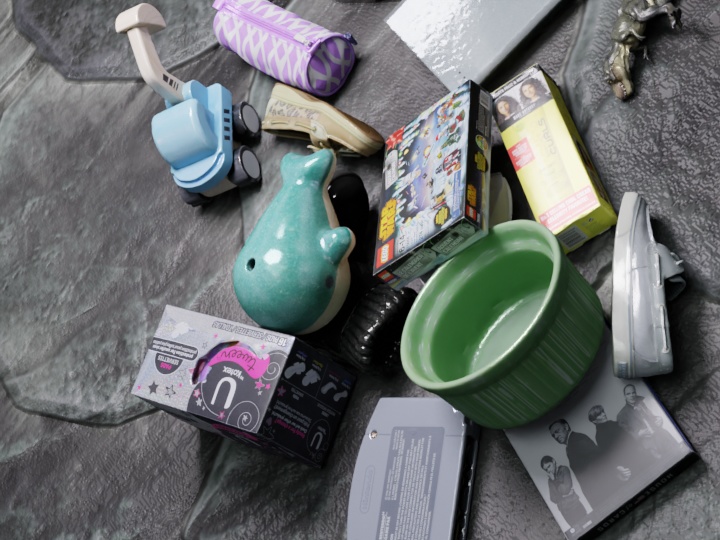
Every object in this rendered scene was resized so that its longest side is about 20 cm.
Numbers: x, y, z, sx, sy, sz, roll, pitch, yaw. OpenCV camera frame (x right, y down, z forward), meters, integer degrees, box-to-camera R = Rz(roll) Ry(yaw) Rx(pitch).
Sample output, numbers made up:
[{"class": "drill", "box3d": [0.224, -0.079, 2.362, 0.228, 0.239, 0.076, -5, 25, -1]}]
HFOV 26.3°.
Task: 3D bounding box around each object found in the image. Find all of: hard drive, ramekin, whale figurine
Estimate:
[{"class": "hard drive", "box3d": [0.142, -0.306, 1.741, 0.200, 0.033, 0.140, -45, 72, 10]}, {"class": "ramekin", "box3d": [0.144, 0.059, 1.525, 0.199, 0.098, 0.201, -34, 32, 25]}, {"class": "whale figurine", "box3d": [-0.077, -0.034, 1.650, 0.158, 0.103, 0.202, 0, 82, 44]}]

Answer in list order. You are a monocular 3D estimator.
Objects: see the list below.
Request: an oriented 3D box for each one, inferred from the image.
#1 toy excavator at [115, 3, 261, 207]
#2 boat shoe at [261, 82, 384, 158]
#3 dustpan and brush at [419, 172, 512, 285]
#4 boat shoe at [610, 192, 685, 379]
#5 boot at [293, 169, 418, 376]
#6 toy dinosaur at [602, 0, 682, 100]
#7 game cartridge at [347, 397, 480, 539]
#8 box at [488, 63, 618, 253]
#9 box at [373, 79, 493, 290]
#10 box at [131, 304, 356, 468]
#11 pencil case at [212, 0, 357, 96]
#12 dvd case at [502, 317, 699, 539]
[{"class": "toy excavator", "box3d": [-0.216, -0.201, 1.863, 0.099, 0.200, 0.196, -18, 60, 27]}, {"class": "boat shoe", "box3d": [-0.045, -0.164, 1.817, 0.200, 0.073, 0.063, 31, 94, 50]}, {"class": "dustpan and brush", "box3d": [0.100, 0.005, 1.653, 0.139, 0.057, 0.202, -11, 57, 38]}, {"class": "boat shoe", "box3d": [0.282, 0.015, 1.512, 0.071, 0.070, 0.202, 2, 61, 8]}, {"class": "boot", "box3d": [0.002, 0.001, 1.696, 0.157, 0.079, 0.213, 14, 88, 45]}, {"class": "toy dinosaur", "box3d": [0.308, -0.281, 1.635, 0.088, 0.047, 0.202, -1, 66, 42]}, {"class": "game cartridge", "box3d": [0.051, 0.231, 1.590, 0.132, 0.040, 0.202, -1, 69, 31]}, {"class": "box", "box3d": [0.200, -0.118, 1.632, 0.075, 0.050, 0.201, -31, 55, 20]}, {"class": "box", "box3d": [0.078, -0.092, 1.639, 0.137, 0.040, 0.201, -34, 37, 37]}, {"class": "box", "box3d": [-0.131, 0.127, 1.700, 0.199, 0.132, 0.116, 11, 74, 38]}, {"class": "pencil case", "box3d": [-0.096, -0.279, 1.889, 0.199, 0.085, 0.084, 28, 88, 41]}, {"class": "dvd case", "box3d": [0.220, 0.148, 1.516, 0.150, 0.025, 0.201, -40, 52, 14]}]
